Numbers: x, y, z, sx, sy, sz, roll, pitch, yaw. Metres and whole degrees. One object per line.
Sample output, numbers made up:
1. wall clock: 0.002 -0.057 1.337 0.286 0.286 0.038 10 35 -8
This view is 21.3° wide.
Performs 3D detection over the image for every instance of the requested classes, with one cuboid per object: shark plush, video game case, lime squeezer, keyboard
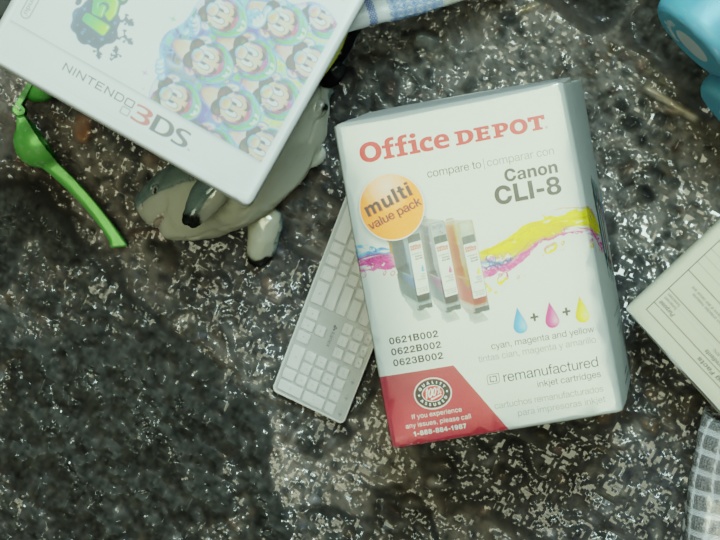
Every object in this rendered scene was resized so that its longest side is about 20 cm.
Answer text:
1. shark plush: -0.071 -0.097 1.264 0.083 0.091 0.200 46 110 37
2. video game case: -0.096 -0.169 1.133 0.181 0.024 0.201 29 90 -3
3. lime squeezer: -0.205 -0.113 1.307 0.070 0.038 0.201 -4 93 14
4. keyboard: 0.000 0.000 1.279 0.056 0.011 0.201 23 99 11

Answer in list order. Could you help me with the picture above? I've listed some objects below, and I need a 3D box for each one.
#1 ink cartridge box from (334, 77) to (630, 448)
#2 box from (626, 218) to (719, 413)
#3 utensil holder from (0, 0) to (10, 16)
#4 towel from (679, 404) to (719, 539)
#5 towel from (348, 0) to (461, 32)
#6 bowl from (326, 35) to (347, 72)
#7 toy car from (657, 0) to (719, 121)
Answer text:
1. ink cartridge box: 0.079 -0.010 1.184 0.145 0.145 0.201 -10 93 11
2. box: 0.267 -0.013 1.178 0.200 0.078 0.095 -43 84 13
3. utensil holder: -0.324 -0.248 1.259 0.170 0.170 0.200 -41 85 13
4. towel: 0.296 0.178 1.183 0.199 0.086 0.167 9 97 13
5. towel: -0.013 -0.218 1.202 0.199 0.024 0.148 -18 78 -16
6. bowl: -0.109 -0.165 1.231 0.199 0.108 0.201 4 70 -11
7. toy car: 0.229 -0.213 1.156 0.184 0.177 0.200 -45 54 0
